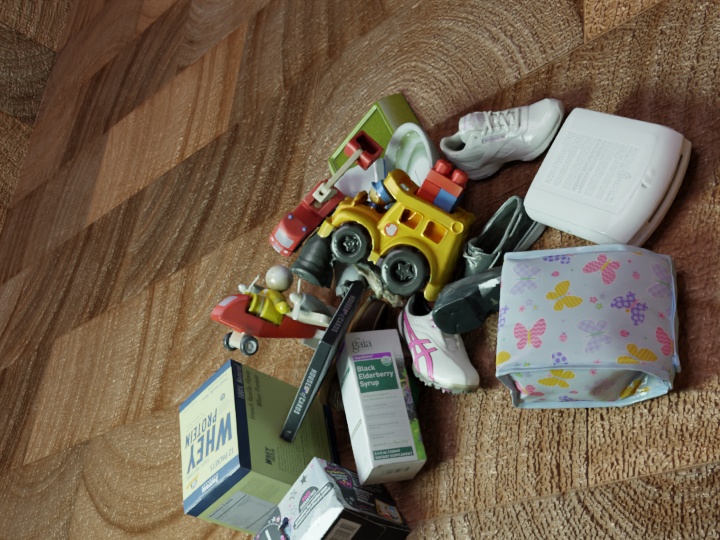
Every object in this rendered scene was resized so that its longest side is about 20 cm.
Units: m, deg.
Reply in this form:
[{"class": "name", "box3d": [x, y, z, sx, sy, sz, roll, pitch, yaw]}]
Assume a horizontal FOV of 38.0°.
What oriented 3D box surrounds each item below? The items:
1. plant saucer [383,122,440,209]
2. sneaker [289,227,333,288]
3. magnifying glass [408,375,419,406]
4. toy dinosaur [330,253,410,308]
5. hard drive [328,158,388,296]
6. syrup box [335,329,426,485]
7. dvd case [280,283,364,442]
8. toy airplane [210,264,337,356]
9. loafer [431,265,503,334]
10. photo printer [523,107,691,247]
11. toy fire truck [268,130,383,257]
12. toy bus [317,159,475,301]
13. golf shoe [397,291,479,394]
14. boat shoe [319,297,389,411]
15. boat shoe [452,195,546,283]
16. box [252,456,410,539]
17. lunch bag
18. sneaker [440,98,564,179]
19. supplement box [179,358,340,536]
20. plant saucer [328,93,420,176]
[{"class": "plant saucer", "box3d": [0.089, -0.129, 1.630, 0.200, 0.050, 0.201, -179, 90, -67]}, {"class": "sneaker", "box3d": [-0.063, -0.022, 1.685, 0.091, 0.076, 0.200, -63, 4, 0]}, {"class": "magnifying glass", "box3d": [0.014, 0.192, 1.567, 0.200, 0.022, 0.080, -9, 58, 52]}, {"class": "toy dinosaur", "box3d": [0.000, 0.000, 1.610, 0.200, 0.088, 0.048, 55, 135, 30]}, {"class": "hard drive", "box3d": [0.000, -0.069, 1.707, 0.132, 0.025, 0.201, -20, 70, 49]}, {"class": "syrup box", "box3d": [0.025, 0.187, 1.447, 0.082, 0.078, 0.201, 112, 150, -58]}, {"class": "dvd case", "box3d": [-0.055, 0.133, 1.512, 0.150, 0.025, 0.200, -61, -5, -54]}, {"class": "toy airplane", "box3d": [-0.121, 0.062, 1.688, 0.199, 0.199, 0.142, 3, 92, 12]}, {"class": "loafer", "box3d": [0.188, 0.018, 1.390, 0.199, 0.073, 0.072, -17, 34, 20]}, {"class": "photo printer", "box3d": [0.318, -0.116, 1.330, 0.200, 0.069, 0.167, 27, 90, 56]}, {"class": "toy fire truck", "box3d": [-0.056, -0.119, 1.649, 0.200, 0.049, 0.141, -47, -2, -29]}, {"class": "toy bus", "box3d": [0.066, -0.079, 1.488, 0.192, 0.200, 0.136, -65, -11, 18]}, {"class": "golf shoe", "box3d": [0.104, 0.100, 1.445, 0.200, 0.072, 0.092, 43, 125, 55]}, {"class": "boat shoe", "box3d": [0.009, 0.129, 1.570, 0.070, 0.071, 0.200, 11, 55, 22]}, {"class": "boat shoe", "box3d": [0.174, -0.024, 1.458, 0.200, 0.071, 0.072, -54, 34, 13]}, {"class": "box", "box3d": [-0.055, 0.377, 1.431, 0.200, 0.132, 0.115, -55, 36, 11]}, {"class": "lunch bag", "box3d": [0.268, 0.068, 1.218, 0.199, 0.127, 0.170, -7, 58, 22]}, {"class": "sneaker", "box3d": [0.203, -0.197, 1.516, 0.200, 0.099, 0.075, -27, 45, 39]}, {"class": "supplement box", "box3d": [-0.150, 0.276, 1.568, 0.134, 0.199, 0.200, -42, 39, 27]}, {"class": "plant saucer", "box3d": [0.019, -0.198, 1.810, 0.200, 0.048, 0.200, -49, 36, 20]}]
